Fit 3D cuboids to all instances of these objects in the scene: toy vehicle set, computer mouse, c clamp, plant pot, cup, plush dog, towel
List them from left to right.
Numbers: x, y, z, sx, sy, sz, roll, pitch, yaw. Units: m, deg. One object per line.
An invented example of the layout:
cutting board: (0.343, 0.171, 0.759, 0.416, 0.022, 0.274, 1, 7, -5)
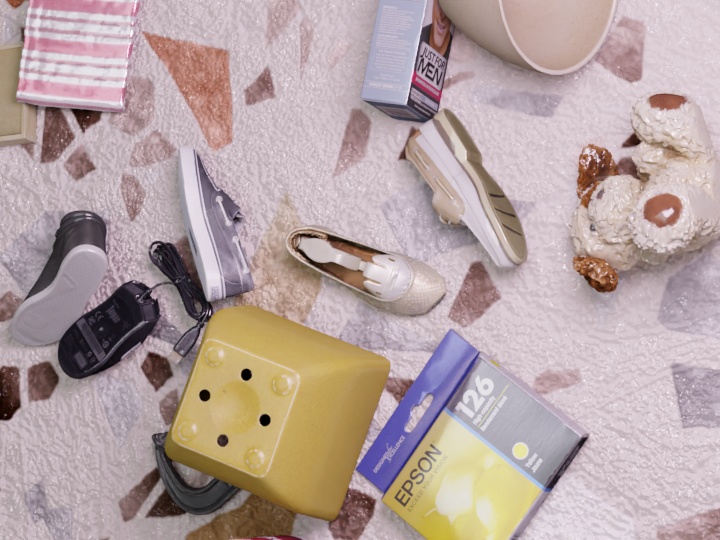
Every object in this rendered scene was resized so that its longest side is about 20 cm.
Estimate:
toy vehicle set: (-0.508, -0.220, 2.004, 0.198, 0.026, 0.126, -4, 82, 21)
towel: (-0.348, -0.300, 1.943, 0.144, 0.030, 0.203, 7, 86, 11)
computer mouse: (-0.260, 0.076, 1.855, 0.200, 0.046, 0.141, -45, 62, 2)
c clamp: (-0.172, 0.177, 1.821, 0.171, 0.027, 0.200, 45, 99, 16)
plant pot: (-0.105, 0.150, 1.687, 0.192, 0.200, 0.198, 20, 88, 16)
cup: (0.164, -0.316, 1.675, 0.142, 0.199, 0.203, 12, 87, 46)
plush dog: (0.295, -0.062, 1.620, 0.170, 0.160, 0.202, -18, 48, 33)

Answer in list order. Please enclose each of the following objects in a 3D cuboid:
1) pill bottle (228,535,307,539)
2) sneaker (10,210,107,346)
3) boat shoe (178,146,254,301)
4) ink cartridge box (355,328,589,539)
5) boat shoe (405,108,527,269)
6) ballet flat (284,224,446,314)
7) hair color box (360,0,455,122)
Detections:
pill bottle: (-0.096, 0.343, 1.670, 0.112, 0.200, 0.115, -3, 82, 21)
sneaker: (-0.363, 0.007, 1.901, 0.200, 0.070, 0.100, -47, 29, 34)
boat shoe: (-0.170, -0.060, 1.829, 0.067, 0.072, 0.202, -11, 61, -14)
ink cartridge box: (0.114, 0.199, 1.691, 0.199, 0.047, 0.199, 36, 98, 20)
boat shoe: (0.117, -0.079, 1.715, 0.068, 0.075, 0.201, -35, 65, 20)
ballet flat: (0.000, 0.000, 1.752, 0.198, 0.062, 0.068, 19, 90, 23)
hair color box: (0.062, -0.276, 1.743, 0.060, 0.099, 0.203, 9, 87, 23)
